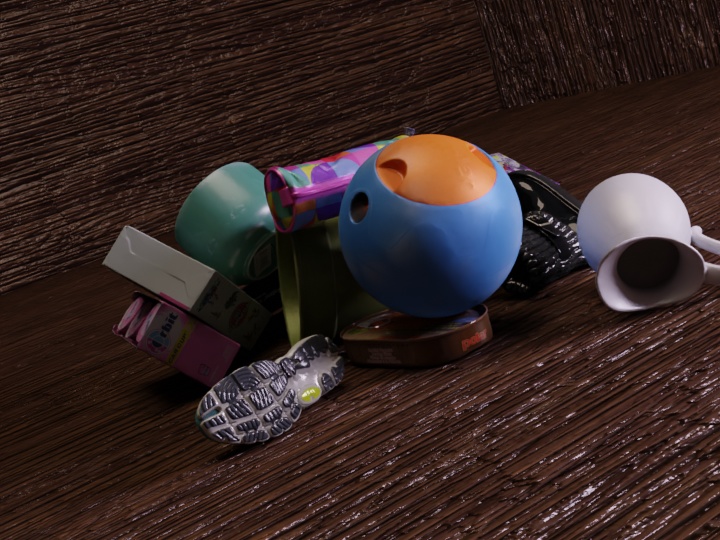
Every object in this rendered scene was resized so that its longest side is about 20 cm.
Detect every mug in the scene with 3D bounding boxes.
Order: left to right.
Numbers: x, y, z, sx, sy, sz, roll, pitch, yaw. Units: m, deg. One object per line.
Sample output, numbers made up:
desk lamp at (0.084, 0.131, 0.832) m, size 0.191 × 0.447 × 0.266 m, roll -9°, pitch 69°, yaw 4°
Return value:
mug at (-0.152, -0.054, 1.550) m, size 0.152 × 0.114 × 0.185 m, roll -57°, pitch -24°, yaw 17°

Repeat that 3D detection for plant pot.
plant pot at (0.000, 0.000, 1.421) m, size 0.190 × 0.201 × 0.200 m, roll -6°, pitch 8°, yaw -10°

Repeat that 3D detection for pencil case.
pencil case at (-0.013, -0.105, 1.328) m, size 0.200 × 0.089 × 0.088 m, roll -18°, pitch 10°, yaw -22°

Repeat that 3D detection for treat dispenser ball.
treat dispenser ball at (0.076, -0.048, 1.231) m, size 0.200 × 0.201 × 0.201 m, roll -17°, pitch 10°, yaw 3°

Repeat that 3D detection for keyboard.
keyboard at (-0.090, 0.064, 1.616) m, size 0.200 × 0.021 × 0.127 m, roll -28°, pitch 8°, yaw -42°

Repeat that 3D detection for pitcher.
pitcher at (0.325, -0.030, 1.216) m, size 0.171 × 0.121 × 0.200 m, roll 3°, pitch 23°, yaw 2°

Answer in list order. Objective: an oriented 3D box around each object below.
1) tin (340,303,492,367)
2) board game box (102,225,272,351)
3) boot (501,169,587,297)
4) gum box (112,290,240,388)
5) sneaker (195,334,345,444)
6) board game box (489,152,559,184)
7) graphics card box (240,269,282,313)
tin at (0.061, 0.073, 1.270) m, size 0.112 × 0.042 × 0.200 m, roll -20°, pitch 11°, yaw -37°
board game box at (-0.220, 0.026, 1.465) m, size 0.147 × 0.064 × 0.200 m, roll 27°, pitch -7°, yaw 24°
boot at (0.201, -0.052, 1.430) m, size 0.158 × 0.080 × 0.211 m, roll -22°, pitch 36°, yaw -29°
gum box at (-0.241, 0.086, 1.445) m, size 0.066 × 0.113 × 0.200 m, roll -61°, pitch 20°, yaw -8°
sneaker at (-0.096, 0.134, 1.170) m, size 0.080 × 0.078 × 0.200 m, roll -34°, pitch -8°, yaw 40°
board game box at (0.200, -0.130, 1.690) m, size 0.120 × 0.032 × 0.200 m, roll 35°, pitch 31°, yaw 25°
graphics card box at (-0.102, 0.015, 1.598) m, size 0.200 × 0.051 × 0.125 m, roll -29°, pitch 6°, yaw 24°
